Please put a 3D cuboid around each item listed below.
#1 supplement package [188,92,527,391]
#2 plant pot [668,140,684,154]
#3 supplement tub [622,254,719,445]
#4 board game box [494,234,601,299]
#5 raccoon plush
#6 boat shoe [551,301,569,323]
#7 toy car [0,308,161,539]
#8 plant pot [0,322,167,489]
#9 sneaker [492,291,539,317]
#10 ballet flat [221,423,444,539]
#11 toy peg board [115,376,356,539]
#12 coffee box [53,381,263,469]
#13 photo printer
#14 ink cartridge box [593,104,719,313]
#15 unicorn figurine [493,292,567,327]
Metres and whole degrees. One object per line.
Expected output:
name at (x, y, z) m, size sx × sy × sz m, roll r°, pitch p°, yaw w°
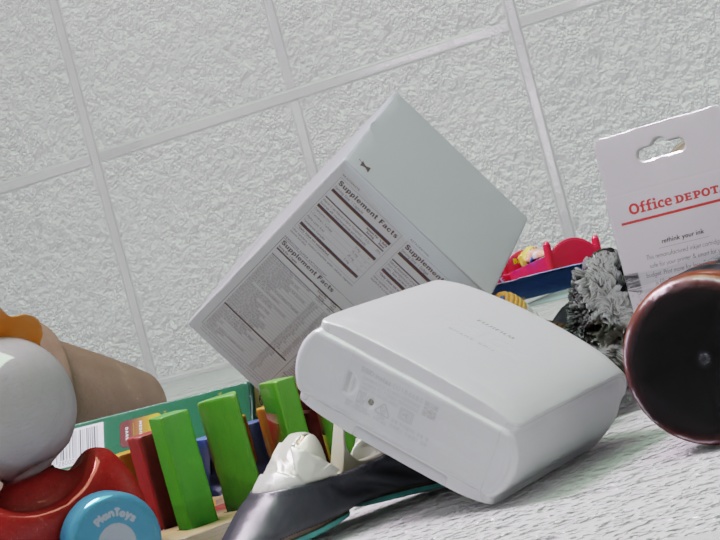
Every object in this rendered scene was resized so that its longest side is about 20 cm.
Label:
supplement package at (0.000, 0.000, 1.419) m, size 0.200 × 0.151 × 0.152 m, roll -44°, pitch 6°, yaw 29°
plant pot at (0.472, -0.069, 2.413) m, size 0.199 × 0.202 × 0.183 m, roll -15°, pitch 13°, yaw 25°
supplement tub at (0.245, 0.040, 1.161) m, size 0.106 × 0.108 × 0.200 m, roll -15°, pitch 2°, yaw 27°
board game box at (0.154, -0.006, 1.556) m, size 0.198 × 0.039 × 0.158 m, roll -15°, pitch -9°, yaw 22°
raccoon plush at (0.186, 0.072, 1.447) m, size 0.200 × 0.096 × 0.135 m, roll -41°, pitch -26°, yaw -32°
boat shoe at (0.164, 0.080, 1.564) m, size 0.199 × 0.061 × 0.074 m, roll -32°, pitch 17°, yaw -24°
toy car at (-0.242, 0.122, 1.180) m, size 0.176 × 0.202 × 0.184 m, roll -20°, pitch 2°, yaw -20°
plant pot at (-0.287, 0.153, 1.767) m, size 0.173 × 0.202 × 0.199 m, roll 8°, pitch -14°, yaw -38°
sneaker at (0.074, 0.106, 1.355) m, size 0.200 × 0.088 × 0.075 m, roll -42°, pitch 13°, yaw 33°
ballet flat at (-0.017, 0.132, 1.180) m, size 0.199 × 0.074 × 0.073 m, roll -16°, pitch 1°, yaw -35°
toy peg board at (-0.099, 0.138, 1.325) m, size 0.199 × 0.099 × 0.199 m, roll -15°, pitch 1°, yaw -33°
coffee box at (-0.154, 0.152, 1.513) m, size 0.198 × 0.044 × 0.123 m, roll -15°, pitch -29°, yaw 16°
photo printer at (0.075, 0.072, 1.189) m, size 0.166 × 0.070 × 0.199 m, roll 27°, pitch 22°, yaw 25°
ink cartridge box at (0.253, -0.013, 1.315) m, size 0.115 × 0.202 × 0.068 m, roll -14°, pitch 1°, yaw 38°
unicorn figurine at (0.057, 0.080, 1.504) m, size 0.199 × 0.074 × 0.138 m, roll -18°, pitch 24°, yaw 41°
